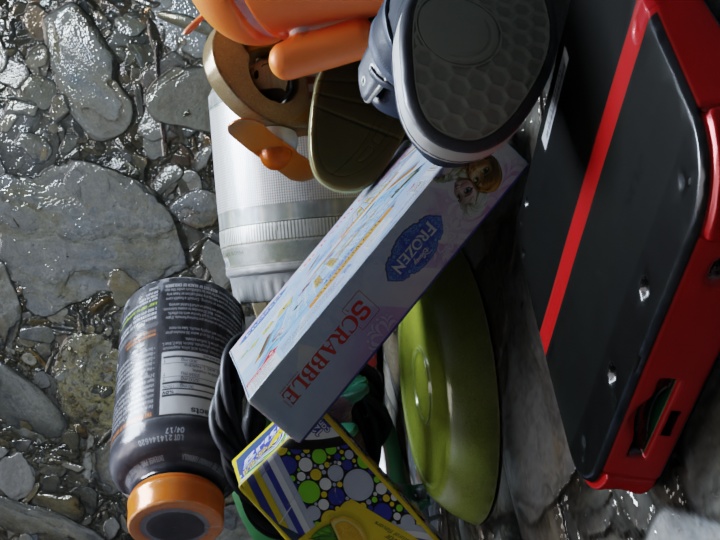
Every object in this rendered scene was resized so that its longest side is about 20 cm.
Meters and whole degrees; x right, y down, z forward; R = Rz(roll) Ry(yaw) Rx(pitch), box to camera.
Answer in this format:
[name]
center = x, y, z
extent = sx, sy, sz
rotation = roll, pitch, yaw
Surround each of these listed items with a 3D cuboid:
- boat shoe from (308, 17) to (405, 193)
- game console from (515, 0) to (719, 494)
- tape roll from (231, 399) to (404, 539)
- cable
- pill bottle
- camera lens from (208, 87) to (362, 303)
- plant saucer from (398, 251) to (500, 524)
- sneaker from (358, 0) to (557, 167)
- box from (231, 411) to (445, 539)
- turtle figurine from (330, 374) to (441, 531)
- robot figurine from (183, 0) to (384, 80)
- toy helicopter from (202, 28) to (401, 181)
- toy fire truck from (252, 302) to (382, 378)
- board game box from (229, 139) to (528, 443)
[boat shoe]
center = 0.005, -0.146, 0.777
extent = 0.063, 0.072, 0.204
rotation = 120, 160, -74
[game console]
center = 0.108, -0.026, 0.453
extent = 0.202, 0.030, 0.179
rotation = 97, 171, -46
[tape roll]
center = -0.035, 0.165, 0.948
extent = 0.200, 0.048, 0.203
rotation = 34, -135, -42
[cable]
center = -0.040, 0.124, 0.832
extent = 0.164, 0.050, 0.202
rotation = -50, -49, -42
[pill bottle]
center = -0.141, 0.112, 0.847
extent = 0.107, 0.104, 0.202
rotation = 96, 171, -48
[camera lens]
center = -0.047, -0.078, 0.938
extent = 0.160, 0.157, 0.204
rotation = 172, 94, -80
[plant saucer]
center = 0.057, 0.082, 0.781
extent = 0.200, 0.030, 0.204
rotation = 174, 90, -80
[sneaker]
center = 0.042, -0.102, 0.560
extent = 0.147, 0.076, 0.205
rotation = 114, 169, -53
[box]
center = 0.012, 0.173, 0.669
extent = 0.200, 0.070, 0.064
rotation = 49, 175, -9
[turtle figurine]
center = 0.011, 0.188, 0.791
extent = 0.150, 0.099, 0.203
rotation = -114, 3, -70
[robot figurine]
center = -0.034, -0.211, 0.695
extent = 0.145, 0.197, 0.117
rotation = 67, -152, -27
[toy helicopter]
center = -0.034, -0.111, 0.810
extent = 0.079, 0.199, 0.134
rotation = -30, 32, 44
[toy fire truck]
center = -0.052, 0.038, 1.075
extent = 0.049, 0.138, 0.204
rotation = -129, 36, -73
[board game box]
center = 0.000, 0.000, 0.679
extent = 0.201, 0.041, 0.199
rotation = -50, 10, -3
